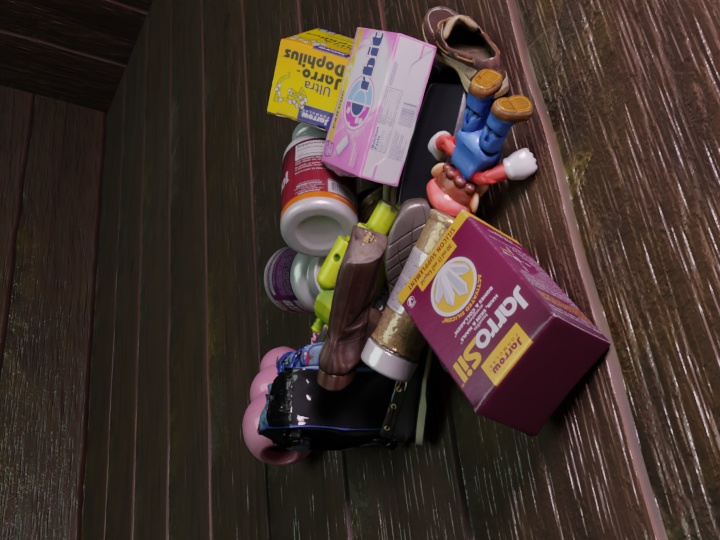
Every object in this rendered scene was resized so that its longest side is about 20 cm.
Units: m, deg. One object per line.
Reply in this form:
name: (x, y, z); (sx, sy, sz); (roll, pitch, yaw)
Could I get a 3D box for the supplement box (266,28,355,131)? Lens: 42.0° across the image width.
supplement box: (-0.051, -0.289, 1.406); (0.200, 0.107, 0.111); (-54, -20, -67)

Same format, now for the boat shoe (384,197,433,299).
boat shoe: (0.061, -0.008, 1.218); (0.074, 0.073, 0.202); (-107, 18, -57)

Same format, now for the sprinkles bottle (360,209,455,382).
sprinkles bottle: (0.070, 0.030, 1.117); (0.202, 0.068, 0.068); (-65, 28, 7)

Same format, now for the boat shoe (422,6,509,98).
boat shoe: (0.132, -0.300, 1.212); (0.072, 0.071, 0.201); (75, 174, -46)

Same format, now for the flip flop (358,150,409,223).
flip flop: (0.029, -0.103, 1.336); (0.081, 0.057, 0.203); (-53, -26, -68)

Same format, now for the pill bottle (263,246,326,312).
pill bottle: (-0.072, 0.011, 1.476); (0.199, 0.111, 0.114); (174, 106, -66)

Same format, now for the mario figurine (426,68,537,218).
mario figurine: (0.146, -0.144, 1.137); (0.201, 0.104, 0.125); (112, 161, -45)

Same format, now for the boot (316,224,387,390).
boot: (0.007, 0.023, 1.156); (0.187, 0.063, 0.202); (-55, -22, -59)

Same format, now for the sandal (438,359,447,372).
sandal: (0.133, 0.032, 1.150); (0.076, 0.042, 0.202); (-31, 43, 48)

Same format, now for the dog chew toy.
dog chew toy: (-0.126, 0.210, 1.515); (0.125, 0.123, 0.202); (-53, 27, 41)

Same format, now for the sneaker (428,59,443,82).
sneaker: (0.048, -0.241, 1.364); (0.148, 0.076, 0.202); (-70, 15, -7)

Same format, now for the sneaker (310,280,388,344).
sneaker: (-0.008, 0.097, 1.376); (0.201, 0.078, 0.096); (-62, 42, 33)

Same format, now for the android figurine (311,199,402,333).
android figurine: (0.000, 0.000, 1.240); (0.041, 0.182, 0.201); (36, 105, 19)

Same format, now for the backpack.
backpack: (-0.050, 0.183, 1.298); (0.200, 0.180, 0.137); (149, 124, -63)

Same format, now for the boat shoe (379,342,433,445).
boat shoe: (0.063, 0.117, 1.186); (0.074, 0.062, 0.204); (-26, -56, -81)

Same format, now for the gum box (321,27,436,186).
gum box: (0.021, -0.216, 1.265); (0.113, 0.065, 0.203); (30, 106, 56)

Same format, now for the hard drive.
hard drive: (0.108, -0.154, 1.262); (0.135, 0.042, 0.203); (27, 104, 64)

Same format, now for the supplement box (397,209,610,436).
supplement box: (0.144, 0.052, 0.991); (0.131, 0.103, 0.200); (-53, 39, 15)

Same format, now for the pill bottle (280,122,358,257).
pill bottle: (-0.061, -0.127, 1.377); (0.113, 0.112, 0.202); (-53, 28, 41)

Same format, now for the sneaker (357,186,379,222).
sneaker: (-0.026, -0.081, 1.455); (0.200, 0.087, 0.082); (-24, 57, 58)
